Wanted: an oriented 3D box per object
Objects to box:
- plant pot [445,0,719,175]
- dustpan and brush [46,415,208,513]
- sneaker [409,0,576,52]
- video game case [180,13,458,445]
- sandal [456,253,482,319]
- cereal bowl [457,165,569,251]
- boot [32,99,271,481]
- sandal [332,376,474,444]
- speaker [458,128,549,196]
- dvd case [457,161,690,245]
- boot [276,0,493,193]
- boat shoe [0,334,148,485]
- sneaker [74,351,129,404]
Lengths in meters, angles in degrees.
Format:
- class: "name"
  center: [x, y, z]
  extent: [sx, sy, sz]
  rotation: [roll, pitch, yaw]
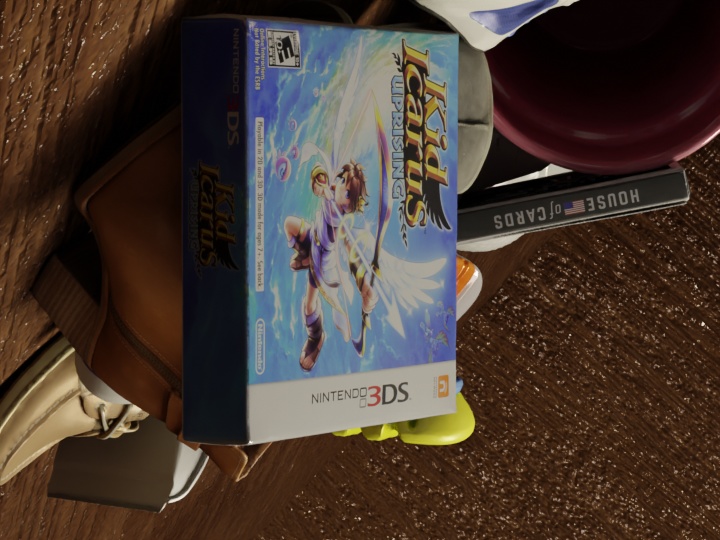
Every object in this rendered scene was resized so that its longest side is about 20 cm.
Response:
- class: "plant pot"
  center: [0.154, -0.178, 1.540]
  extent: [0.200, 0.200, 0.179]
  rotation: [-49, -172, 17]
- class: "dustpan and brush"
  center: [-0.121, 0.058, 1.572]
  extent: [0.139, 0.057, 0.201]
  rotation: [1, -106, 49]
- class: "sneaker"
  center: [0.106, -0.181, 1.403]
  extent: [0.198, 0.081, 0.115]
  rotation: [-5, 165, -16]
- class: "video game case"
  center: [-0.016, -0.022, 1.213]
  extent: [0.181, 0.045, 0.202]
  rotation: [-4, 95, -56]
- class: "sandal"
  center: [0.006, -0.006, 1.474]
  extent: [0.079, 0.059, 0.206]
  rotation: [-44, 151, 10]
- class: "cereal bowl"
  center: [0.113, -0.104, 1.750]
  extent: [0.200, 0.083, 0.201]
  rotation: [-54, 154, -41]
- class: "boot"
  center: [-0.077, 0.010, 1.257]
  extent: [0.074, 0.155, 0.200]
  rotation: [-41, 171, -37]
- class: "sandal"
  center: [-0.034, 0.047, 1.357]
  extent: [0.079, 0.198, 0.088]
  rotation: [-20, 112, -84]
- class: "speaker"
  center: [0.041, -0.081, 1.568]
  extent: [0.199, 0.081, 0.081]
  rotation: [-20, 156, -42]
- class: "dvd case"
  center: [0.131, -0.047, 1.578]
  extent: [0.149, 0.025, 0.200]
  rotation: [-11, -176, 5]
- class: "boot"
  center: [0.008, -0.060, 1.373]
  extent: [0.200, 0.072, 0.183]
  rotation: [11, 89, -70]
- class: "boat shoe"
  center: [-0.153, 0.065, 1.473]
  extent: [0.200, 0.064, 0.071]
  rotation: [-44, 172, -26]
- class: "sneaker"
  center: [-0.083, -0.024, 1.406]
  extent: [0.200, 0.081, 0.147]
  rotation: [-38, 160, -28]
